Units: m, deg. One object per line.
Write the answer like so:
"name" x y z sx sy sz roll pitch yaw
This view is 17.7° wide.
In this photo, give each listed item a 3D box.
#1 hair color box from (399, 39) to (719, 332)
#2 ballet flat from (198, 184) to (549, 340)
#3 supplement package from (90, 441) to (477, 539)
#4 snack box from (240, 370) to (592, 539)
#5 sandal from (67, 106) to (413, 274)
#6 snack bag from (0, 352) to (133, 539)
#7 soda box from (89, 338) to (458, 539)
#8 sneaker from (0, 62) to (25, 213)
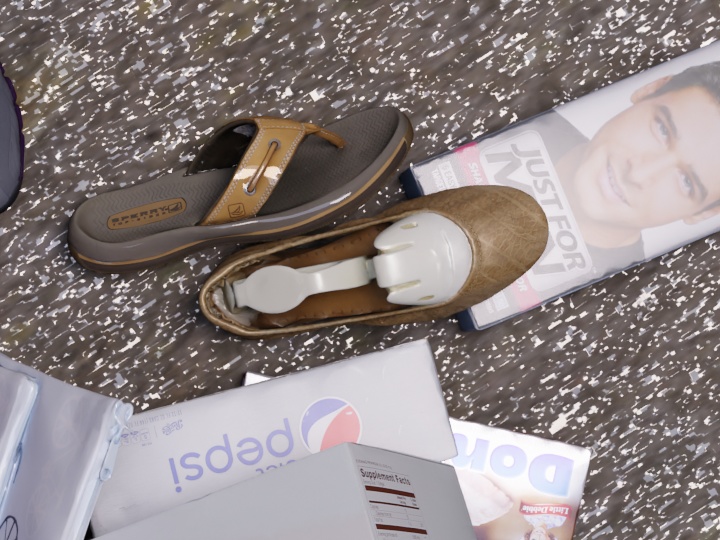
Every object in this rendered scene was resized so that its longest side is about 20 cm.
"hair color box" 0.134 -0.048 1.291 0.200 0.061 0.099 -23 90 -7
"ballet flat" 0.000 0.000 1.232 0.200 0.072 0.068 -10 92 21
"supplement package" -0.031 0.216 1.167 0.191 0.147 0.200 -22 72 20
"snack box" 0.025 0.113 1.291 0.200 0.024 0.072 13 85 -4
"sandal" -0.068 -0.055 1.261 0.200 0.082 0.055 -14 124 1
"snack bag" -0.197 0.140 1.192 0.021 0.200 0.189 22 85 -33
"soda box" -0.052 0.094 1.241 0.200 0.063 0.068 -15 86 -5
"sneaker" -0.235 -0.125 1.247 0.074 0.088 0.200 -18 89 -6
